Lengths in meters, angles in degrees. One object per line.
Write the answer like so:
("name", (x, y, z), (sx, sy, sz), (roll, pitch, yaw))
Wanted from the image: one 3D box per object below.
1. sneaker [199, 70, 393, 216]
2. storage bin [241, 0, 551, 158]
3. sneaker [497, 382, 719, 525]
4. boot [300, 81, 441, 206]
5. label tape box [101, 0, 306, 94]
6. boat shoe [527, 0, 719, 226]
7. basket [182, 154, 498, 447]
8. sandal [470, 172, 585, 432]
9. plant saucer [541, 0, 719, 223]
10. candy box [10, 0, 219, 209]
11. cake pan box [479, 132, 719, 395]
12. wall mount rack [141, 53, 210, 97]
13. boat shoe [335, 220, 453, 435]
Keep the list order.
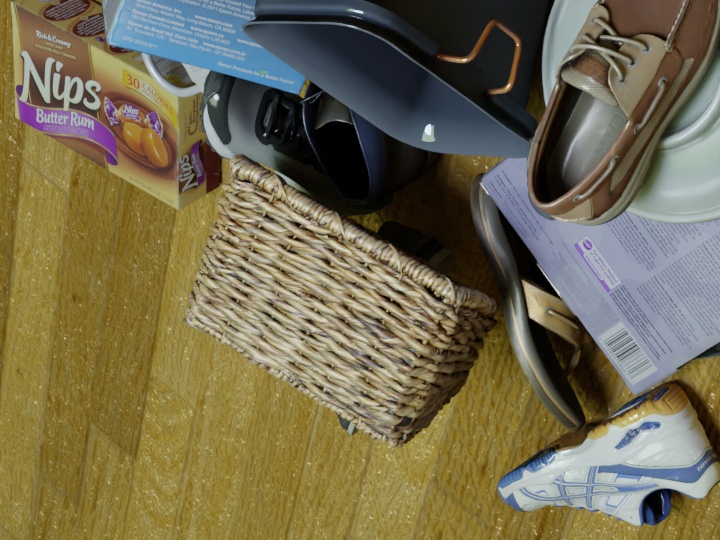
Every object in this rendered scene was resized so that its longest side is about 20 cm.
("sneaker", (-0.045, -0.099, 1.595), (0.079, 0.074, 0.200), (2, 158, 37))
("storage bin", (0.046, -0.174, 1.398), (0.145, 0.135, 0.200), (7, 164, 44))
("sneaker", (0.178, 0.155, 1.579), (0.088, 0.075, 0.200), (57, 142, 0))
("boot", (0.000, -0.144, 1.540), (0.075, 0.097, 0.200), (-6, 112, 32))
("label tape box", (-0.076, -0.232, 1.464), (0.063, 0.144, 0.200), (-103, 33, -53))
("boat shoe", (0.156, -0.117, 1.288), (0.076, 0.072, 0.200), (27, 108, 30))
("basket", (0.000, 0.000, 1.538), (0.200, 0.143, 0.149), (30, 124, 16))
("sandal", (0.131, 0.021, 1.553), (0.054, 0.080, 0.200), (-17, 96, 13))
("plant saucer", (0.190, -0.128, 1.338), (0.200, 0.050, 0.201), (3, 94, 35))
("candy box", (-0.203, -0.147, 1.792), (0.200, 0.056, 0.117), (29, 133, 29))
("cake pan box", (0.196, -0.030, 1.457), (0.200, 0.052, 0.184), (54, 143, 5))
("wall mount rack", (-0.099, -0.214, 1.631), (0.200, 0.075, 0.174), (-17, 106, 50))
("boat shoe", (0.014, 0.043, 1.681), (0.057, 0.067, 0.200), (36, 131, 15))
